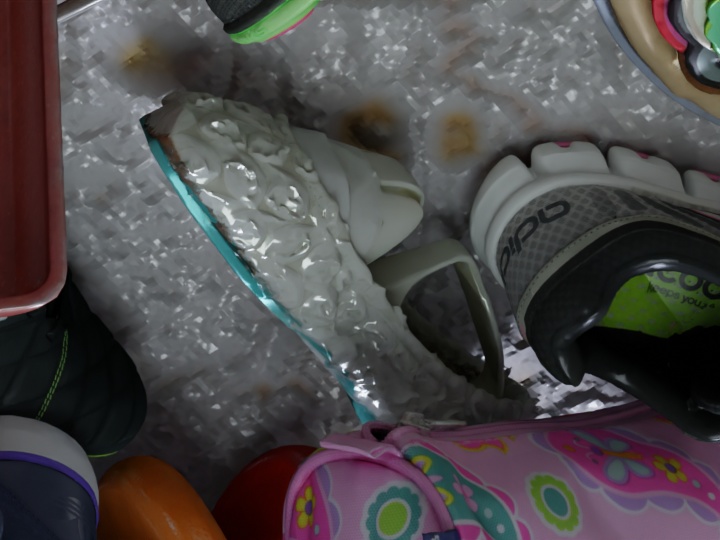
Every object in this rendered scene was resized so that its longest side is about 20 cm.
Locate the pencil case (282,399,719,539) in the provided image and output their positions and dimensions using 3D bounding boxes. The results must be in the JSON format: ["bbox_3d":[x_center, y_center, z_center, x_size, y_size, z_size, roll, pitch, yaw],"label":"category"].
[{"bbox_3d":[0.064,0.081,0.920,0.200,0.087,0.087,-4,140,-44],"label":"pencil case"}]

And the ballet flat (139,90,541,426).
[{"bbox_3d":[0.000,0.000,0.923,0.072,0.072,0.200,-22,134,14],"label":"ballet flat"}]

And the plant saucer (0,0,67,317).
[{"bbox_3d":[-0.177,-0.054,0.785,0.199,0.200,0.037,-8,148,3],"label":"plant saucer"}]

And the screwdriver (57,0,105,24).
[{"bbox_3d":[-0.106,-0.058,0.817,0.200,0.028,0.029,-19,107,17],"label":"screwdriver"}]

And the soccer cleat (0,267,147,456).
[{"bbox_3d":[-0.128,-0.013,0.899,0.081,0.068,0.200,-35,121,23],"label":"soccer cleat"}]

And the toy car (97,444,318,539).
[{"bbox_3d":[-0.033,0.140,0.993,0.150,0.175,0.200,-51,122,-10],"label":"toy car"}]

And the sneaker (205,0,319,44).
[{"bbox_3d":[-0.015,-0.154,0.794,0.084,0.077,0.200,19,125,4],"label":"sneaker"}]

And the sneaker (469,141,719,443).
[{"bbox_3d":[0.134,0.017,0.924,0.200,0.087,0.074,10,129,-12],"label":"sneaker"}]

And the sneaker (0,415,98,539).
[{"bbox_3d":[-0.171,0.130,0.879,0.200,0.147,0.081,-18,129,15],"label":"sneaker"}]

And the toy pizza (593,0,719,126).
[{"bbox_3d":[0.164,-0.109,0.857,0.200,0.032,0.200,-2,130,-2],"label":"toy pizza"}]
